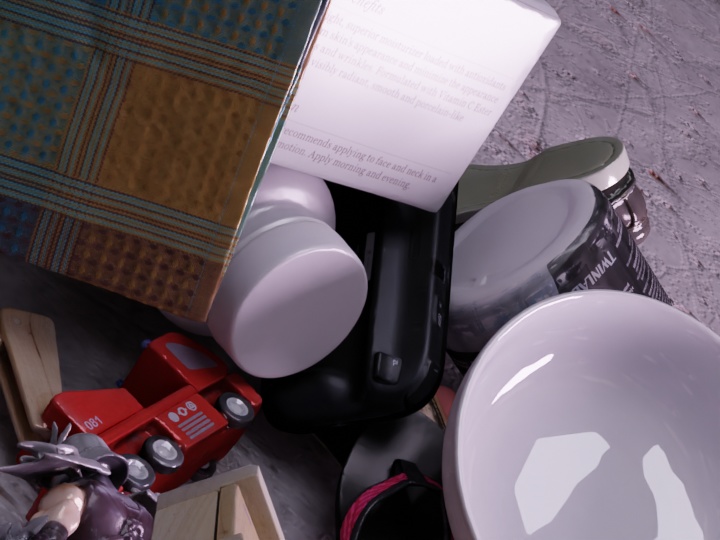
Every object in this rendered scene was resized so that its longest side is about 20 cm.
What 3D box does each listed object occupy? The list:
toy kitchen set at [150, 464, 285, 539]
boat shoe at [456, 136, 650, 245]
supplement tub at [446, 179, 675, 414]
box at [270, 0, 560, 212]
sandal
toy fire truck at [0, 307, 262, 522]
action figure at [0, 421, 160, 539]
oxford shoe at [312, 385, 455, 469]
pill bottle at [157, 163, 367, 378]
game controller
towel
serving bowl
[{"bbox_3d":[0.026,0.156,0.795,0.163,0.179,0.201,-101,173,-75],"label":"toy kitchen set"},{"bbox_3d":[0.080,-0.029,1.169,0.072,0.200,0.061,-51,122,-43],"label":"boat shoe"},{"bbox_3d":[0.130,0.059,1.090,0.200,0.122,0.123,56,25,-22],"label":"supplement tub"},{"bbox_3d":[-0.041,-0.152,0.998,0.198,0.131,0.200,15,25,-47],"label":"box"},{"bbox_3d":[0.017,0.143,0.943,0.075,0.045,0.201,21,45,-3],"label":"sandal"},{"bbox_3d":[-0.149,0.062,0.918,0.141,0.049,0.200,43,31,11],"label":"toy fire truck"},{"bbox_3d":[-0.110,0.152,0.792,0.130,0.069,0.201,26,43,-48],"label":"action figure"},{"bbox_3d":[-0.006,0.048,1.066,0.074,0.071,0.200,-2,47,-39],"label":"oxford shoe"},{"bbox_3d":[-0.082,-0.035,1.021,0.111,0.112,0.200,5,32,-42],"label":"pill bottle"},{"bbox_3d":[0.000,0.000,1.053,0.042,0.104,0.201,49,36,-40],"label":"game controller"},{"bbox_3d":[-0.103,-0.087,0.870,0.146,0.201,0.022,20,20,-5],"label":"towel"},{"bbox_3d":[0.125,0.114,0.972,0.199,0.066,0.201,9,65,-20],"label":"serving bowl"}]
